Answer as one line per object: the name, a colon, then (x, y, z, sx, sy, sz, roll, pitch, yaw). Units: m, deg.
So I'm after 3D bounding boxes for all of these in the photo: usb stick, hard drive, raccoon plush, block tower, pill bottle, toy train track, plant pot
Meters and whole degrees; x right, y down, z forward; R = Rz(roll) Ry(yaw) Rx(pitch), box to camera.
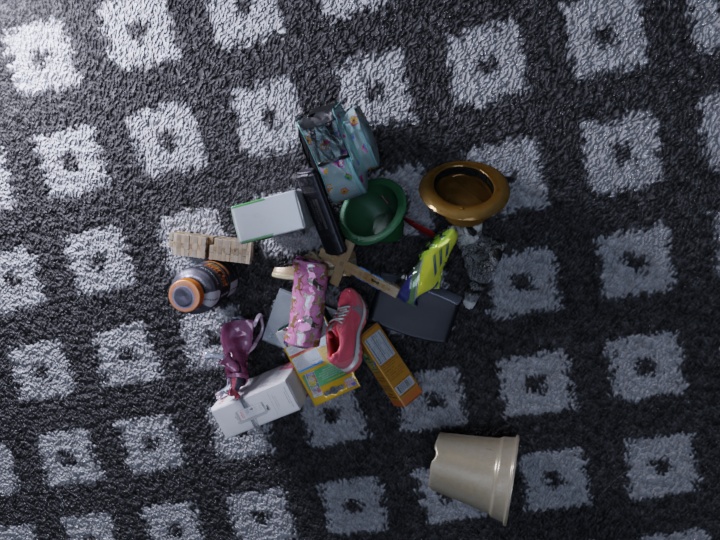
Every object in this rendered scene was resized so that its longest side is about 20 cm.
usb stick: (-0.080, -0.119, 1.170, 0.055, 0.033, 0.200, 0, 124, 34)
hard drive: (-0.122, 0.140, 1.343, 0.200, 0.033, 0.140, 21, 102, 2)
raccoon plush: (0.234, -0.021, 1.245, 0.134, 0.097, 0.200, 26, 102, 8)
hard drive: (0.125, 0.092, 1.299, 0.200, 0.042, 0.135, 17, 101, 4)
block tower: (-0.350, -0.056, 1.324, 0.200, 0.058, 0.054, 8, 101, 7)
pill bottle: (-0.361, 0.038, 1.267, 0.106, 0.200, 0.106, 1, 101, 6)
toy train track: (0.000, 0.000, 1.241, 0.200, 0.033, 0.115, 29, 116, 12)
plant pot: (0.261, 0.461, 1.288, 0.183, 0.200, 0.201, 10, 101, 17)

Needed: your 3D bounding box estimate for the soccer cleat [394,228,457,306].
soccer cleat: (0.155, -0.005, 1.220, 0.084, 0.065, 0.200, 38, 111, -3)

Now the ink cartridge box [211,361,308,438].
ink cartridge box: (-0.231, 0.302, 1.326, 0.200, 0.147, 0.083, -24, 98, 11)

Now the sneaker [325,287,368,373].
sneaker: (-0.036, 0.123, 1.243, 0.074, 0.087, 0.200, -18, 59, 36)

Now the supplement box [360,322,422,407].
supplement box: (0.060, 0.222, 1.308, 0.069, 0.067, 0.200, -33, 94, -23)

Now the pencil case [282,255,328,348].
pencil case: (-0.120, 0.071, 1.226, 0.086, 0.083, 0.200, 8, 93, -4)

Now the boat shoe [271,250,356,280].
boat shoe: (-0.108, -0.013, 1.299, 0.200, 0.071, 0.065, -4, 95, -3)

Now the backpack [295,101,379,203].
backpack: (-0.039, -0.251, 1.191, 0.153, 0.176, 0.200, -12, 111, 5)

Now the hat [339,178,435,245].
hat: (0.073, -0.094, 1.283, 0.166, 0.176, 0.200, -48, 50, 4)

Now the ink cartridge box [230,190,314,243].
ink cartridge box: (-0.175, -0.120, 1.219, 0.146, 0.200, 0.083, -14, 95, 8)

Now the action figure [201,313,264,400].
action figure: (-0.286, 0.217, 1.306, 0.149, 0.200, 0.134, -11, 138, -6)

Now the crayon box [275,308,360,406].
crayon box: (-0.096, 0.202, 1.307, 0.126, 0.052, 0.200, -26, 95, 10)

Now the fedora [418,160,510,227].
fedora: (0.222, -0.155, 1.201, 0.200, 0.201, 0.082, -2, 137, 7)
